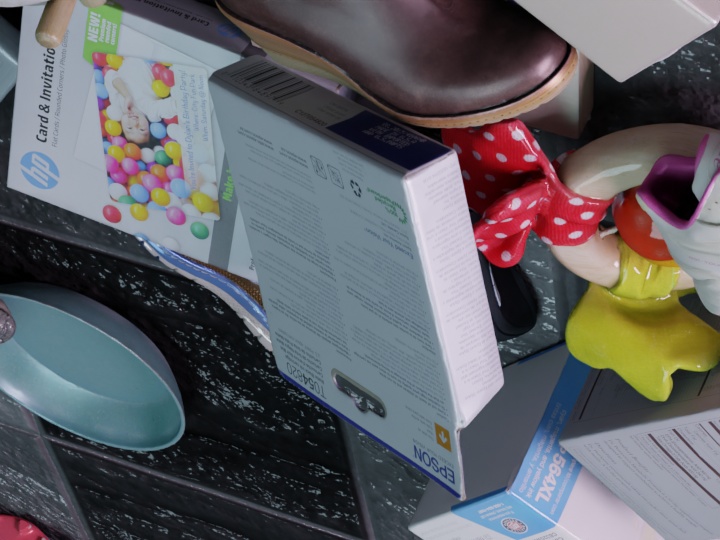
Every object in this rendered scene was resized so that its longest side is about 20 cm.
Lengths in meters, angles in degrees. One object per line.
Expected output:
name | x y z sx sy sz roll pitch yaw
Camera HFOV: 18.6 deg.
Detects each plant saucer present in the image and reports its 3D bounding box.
plant saucer | -0.218 0.067 1.694 0.200 0.036 0.200 20 149 12

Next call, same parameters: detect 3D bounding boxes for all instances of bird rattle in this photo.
bird rattle | 0.144 -0.034 1.195 0.163 0.113 0.200 -24 129 27

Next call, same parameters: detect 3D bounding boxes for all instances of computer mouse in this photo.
computer mouse | 0.022 -0.013 1.362 0.140 0.046 0.200 7 145 29

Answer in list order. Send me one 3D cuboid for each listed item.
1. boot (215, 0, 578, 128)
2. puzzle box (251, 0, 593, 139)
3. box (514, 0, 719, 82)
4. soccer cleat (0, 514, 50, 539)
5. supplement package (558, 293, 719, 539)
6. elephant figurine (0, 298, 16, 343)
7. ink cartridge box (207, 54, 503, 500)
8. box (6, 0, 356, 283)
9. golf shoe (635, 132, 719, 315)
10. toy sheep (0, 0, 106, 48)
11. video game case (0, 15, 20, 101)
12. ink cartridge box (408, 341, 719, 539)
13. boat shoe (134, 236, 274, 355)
boot | -0.002 -0.151 1.082 0.200 0.072 0.166 12 150 31
puzzle box | 0.028 -0.144 1.171 0.200 0.025 0.133 18 149 16
box | 0.080 -0.181 1.026 0.200 0.068 0.082 36 150 -16
soccer cleat | -0.283 0.288 2.072 0.200 0.067 0.076 18 154 10
supplement package | 0.232 0.074 1.261 0.110 0.114 0.200 42 148 -22
elephant figurine | -0.347 0.060 1.630 0.200 0.142 0.155 40 157 30
ink cartridge box | 0.000 0.000 1.200 0.200 0.041 0.200 31 140 50
box | -0.108 -0.086 1.308 0.200 0.041 0.156 22 129 12
golf shoe | 0.210 -0.032 1.060 0.092 0.075 0.200 44 149 -17
toy sheep | -0.180 -0.195 1.152 0.138 0.138 0.200 15 157 20
video game case | -0.310 -0.164 1.392 0.200 0.023 0.182 41 148 -9
ink cartridge box | 0.161 0.161 1.444 0.200 0.125 0.129 36 149 -15
boat shoe | -0.074 -0.024 1.411 0.200 0.072 0.072 41 132 -20
